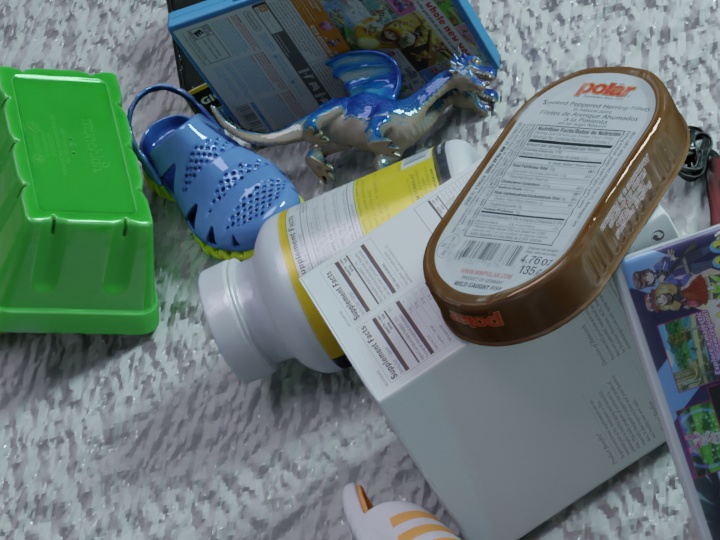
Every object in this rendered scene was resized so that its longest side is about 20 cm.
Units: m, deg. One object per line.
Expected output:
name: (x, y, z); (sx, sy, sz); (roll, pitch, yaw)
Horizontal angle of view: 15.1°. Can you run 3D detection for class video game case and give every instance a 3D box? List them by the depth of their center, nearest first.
video game case: (0.254, 0.062, 1.512); (0.181, 0.201, 0.023); (-19, -1, 16)
video game case: (-0.018, -0.164, 1.942); (0.199, 0.143, 0.018); (-17, 48, 18)

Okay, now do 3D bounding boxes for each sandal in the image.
sandal: (0.053, 0.196, 1.575); (0.059, 0.079, 0.207); (-31, 47, -1)
sandal: (-0.113, -0.074, 1.958); (0.079, 0.087, 0.200); (-41, 41, -14)

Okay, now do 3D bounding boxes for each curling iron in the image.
curling iron: (0.222, -0.020, 1.721); (0.049, 0.026, 0.201); (5, 43, -13)

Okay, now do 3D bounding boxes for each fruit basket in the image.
fruit basket: (-0.237, -0.021, 1.965); (0.155, 0.216, 0.216); (2, 34, -21)

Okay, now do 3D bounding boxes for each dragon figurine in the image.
dragon figurine: (0.001, -0.116, 1.935); (0.199, 0.059, 0.100); (5, 51, 24)

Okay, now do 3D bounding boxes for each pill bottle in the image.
pill bottle: (0.000, 0.000, 1.782); (0.199, 0.112, 0.112); (-23, 39, 12)

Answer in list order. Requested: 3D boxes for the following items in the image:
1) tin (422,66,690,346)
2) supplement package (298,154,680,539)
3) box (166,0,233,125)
tin: (0.113, -0.041, 1.563); (0.112, 0.042, 0.200); (10, 53, 37)
supplement package: (0.099, 0.036, 1.644); (0.200, 0.152, 0.151); (-33, 36, -1)
box: (-0.049, -0.206, 2.085); (0.199, 0.049, 0.160); (-24, 41, 10)
